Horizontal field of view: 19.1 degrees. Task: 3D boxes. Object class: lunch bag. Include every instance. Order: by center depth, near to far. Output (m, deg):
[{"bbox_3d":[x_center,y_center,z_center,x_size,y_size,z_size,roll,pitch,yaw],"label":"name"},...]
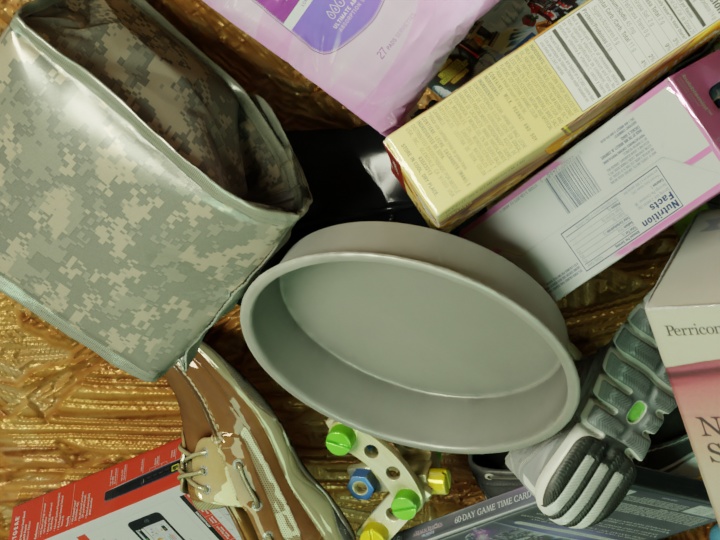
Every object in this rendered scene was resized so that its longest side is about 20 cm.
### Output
[{"bbox_3d":[-0.139,-0.050,1.229,0.200,0.118,0.164,41,124,-2],"label":"lunch bag"}]

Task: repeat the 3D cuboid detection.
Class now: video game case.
[{"bbox_3d":[0.139,0.171,1.443,0.143,0.019,0.200,16,151,-39],"label":"video game case"}]

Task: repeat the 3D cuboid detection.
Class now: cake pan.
[{"bbox_3d":[0.031,0.037,1.221,0.200,0.037,0.200,13,148,8],"label":"cake pan"}]

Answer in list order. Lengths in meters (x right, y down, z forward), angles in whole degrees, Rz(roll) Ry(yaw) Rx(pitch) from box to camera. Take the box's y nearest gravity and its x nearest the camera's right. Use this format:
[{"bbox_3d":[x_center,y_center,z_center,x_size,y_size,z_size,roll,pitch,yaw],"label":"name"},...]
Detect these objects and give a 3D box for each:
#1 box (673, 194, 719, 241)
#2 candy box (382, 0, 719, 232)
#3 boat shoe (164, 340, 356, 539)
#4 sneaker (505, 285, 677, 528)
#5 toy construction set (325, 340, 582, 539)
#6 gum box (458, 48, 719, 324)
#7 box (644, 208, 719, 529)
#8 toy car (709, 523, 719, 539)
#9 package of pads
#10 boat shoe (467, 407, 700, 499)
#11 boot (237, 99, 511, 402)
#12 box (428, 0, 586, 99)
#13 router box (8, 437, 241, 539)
[{"bbox_3d":[0.272,-0.040,1.250,0.200,0.048,0.122,8,142,39],"label":"box"},{"bbox_3d":[0.110,-0.099,1.169,0.200,0.115,0.055,-35,85,-1],"label":"candy box"},{"bbox_3d":[-0.082,0.129,1.409,0.074,0.076,0.200,-38,104,-14],"label":"boat shoe"},{"bbox_3d":[0.152,0.053,1.308,0.075,0.115,0.200,39,89,-30],"label":"sneaker"},{"bbox_3d":[0.063,0.094,1.404,0.200,0.092,0.131,-26,103,12],"label":"toy construction set"},{"bbox_3d":[0.161,-0.057,1.192,0.066,0.113,0.200,56,137,3],"label":"gum box"},{"bbox_3d":[0.258,0.070,1.204,0.128,0.109,0.200,-6,119,32],"label":"box"},{"bbox_3d":[0.273,0.295,1.566,0.176,0.185,0.200,-17,158,15],"label":"toy car"},{"bbox_3d":[-0.023,-0.176,1.132,0.200,0.076,0.121,37,120,-5],"label":"package of pads"},{"bbox_3d":[0.166,0.117,1.442,0.200,0.069,0.057,-22,129,22],"label":"boat shoe"},{"bbox_3d":[0.000,0.000,1.305,0.168,0.076,0.201,-11,107,8],"label":"boot"},{"bbox_3d":[0.079,-0.189,1.185,0.137,0.040,0.200,34,124,-25],"label":"box"},{"bbox_3d":[-0.125,0.216,1.543,0.179,0.049,0.200,-22,128,19],"label":"router box"}]
